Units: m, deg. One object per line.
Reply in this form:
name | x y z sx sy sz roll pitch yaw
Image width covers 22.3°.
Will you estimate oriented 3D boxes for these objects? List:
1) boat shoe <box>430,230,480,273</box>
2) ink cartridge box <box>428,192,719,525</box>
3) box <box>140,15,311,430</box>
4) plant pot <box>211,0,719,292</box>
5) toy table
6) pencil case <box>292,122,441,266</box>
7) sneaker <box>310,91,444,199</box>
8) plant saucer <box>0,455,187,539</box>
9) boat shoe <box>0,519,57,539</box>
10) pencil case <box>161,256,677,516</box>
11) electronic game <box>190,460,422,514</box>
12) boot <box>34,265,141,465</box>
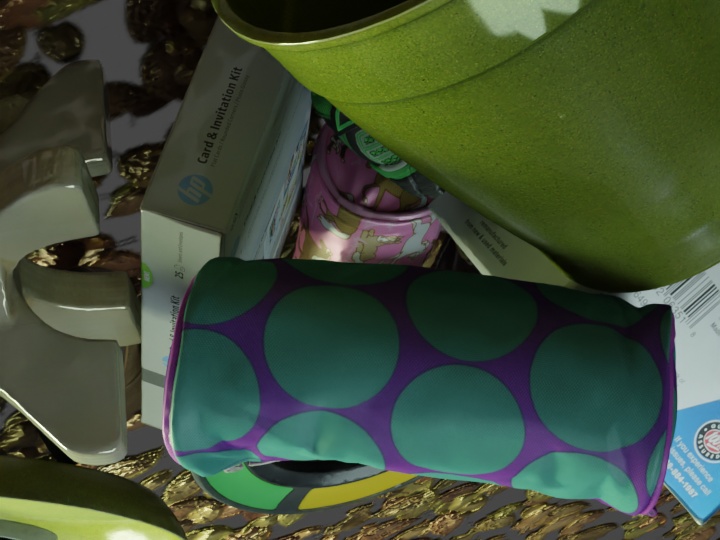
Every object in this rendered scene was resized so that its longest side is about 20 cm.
boat shoe | 0.082 -0.033 0.970 0.059 0.072 0.200 6 146 -30
ink cartridge box | 0.166 -0.024 0.844 0.200 0.145 0.147 -41 117 2
box | -0.059 -0.032 0.844 0.041 0.157 0.200 17 150 2
plant pot | 0.079 -0.098 0.697 0.200 0.201 0.193 -32 126 17
toy table | -0.164 -0.002 0.806 0.116 0.185 0.200 -5 170 -1
pencil case | 0.000 0.000 1.003 0.086 0.083 0.201 -11 144 -20
sneaker | 0.052 -0.130 0.809 0.085 0.078 0.201 29 105 -20
plant saucer | -0.201 0.144 1.111 0.198 0.031 0.200 5 162 2
boat shoe | -0.280 0.174 1.069 0.198 0.067 0.075 10 159 -15
pencil case | 0.026 0.047 0.723 0.198 0.085 0.093 6 117 1
electronic game | 0.001 0.073 0.992 0.199 0.042 0.201 -15 147 -10
boot | -0.140 0.042 1.020 0.075 0.074 0.200 -29 165 -24
